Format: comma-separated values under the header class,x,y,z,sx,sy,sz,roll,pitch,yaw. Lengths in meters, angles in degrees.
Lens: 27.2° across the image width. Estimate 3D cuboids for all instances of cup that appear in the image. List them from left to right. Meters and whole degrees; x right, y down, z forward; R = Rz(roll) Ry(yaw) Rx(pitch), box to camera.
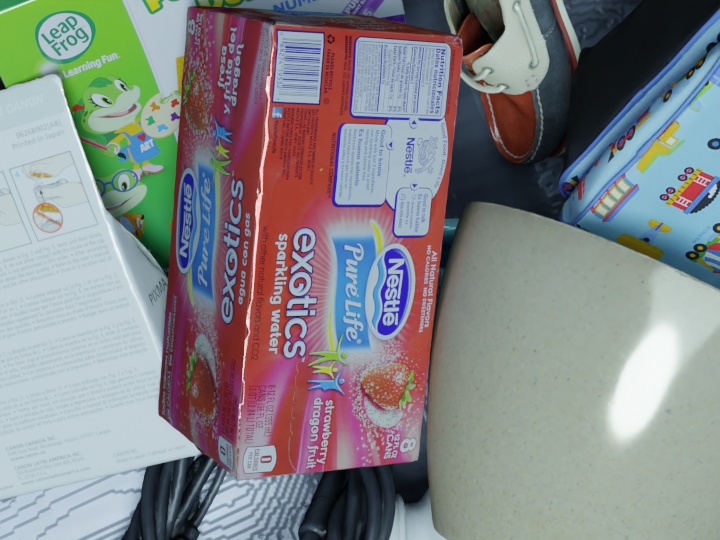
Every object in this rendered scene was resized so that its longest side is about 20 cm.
class,x,y,z,sx,sy,sz,roll,pitch,yaw
cup,0.107,0.076,0.689,0.199,0.200,0.145,27,86,-5

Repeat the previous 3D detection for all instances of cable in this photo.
class,x,y,z,sx,sy,sz,roll,pitch,yaw
cable,-0.056,0.130,0.761,0.051,0.162,0.201,45,71,-37

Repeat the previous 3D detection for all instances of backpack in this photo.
class,x,y,z,sx,sy,sz,roll,pitch,yaw
backpack,0.209,-0.055,0.667,0.199,0.183,0.136,29,49,-14

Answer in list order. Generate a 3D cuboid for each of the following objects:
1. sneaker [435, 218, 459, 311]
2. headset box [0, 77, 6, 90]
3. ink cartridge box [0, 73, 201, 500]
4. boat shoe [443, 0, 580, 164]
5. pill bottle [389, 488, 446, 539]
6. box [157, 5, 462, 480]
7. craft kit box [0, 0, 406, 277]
class,x,y,z,sx,sy,sz,roll,pitch,yaw
sneaker,0.000,0.000,0.788,0.197,0.074,0.083,-9,126,-15
headset box,-0.190,-0.138,0.742,0.199,0.077,0.149,-35,136,-4
ink cartridge box,-0.177,0.013,0.748,0.160,0.050,0.202,-14,105,16
boat shoe,0.071,-0.131,0.766,0.062,0.071,0.201,-37,139,-25
pill bottle,0.089,0.169,0.790,0.197,0.112,0.114,7,89,-5
box,-0.026,-0.016,0.685,0.099,0.095,0.203,-2,104,-30
craft kit box,-0.068,-0.088,0.753,0.198,0.049,0.199,-22,129,-5
